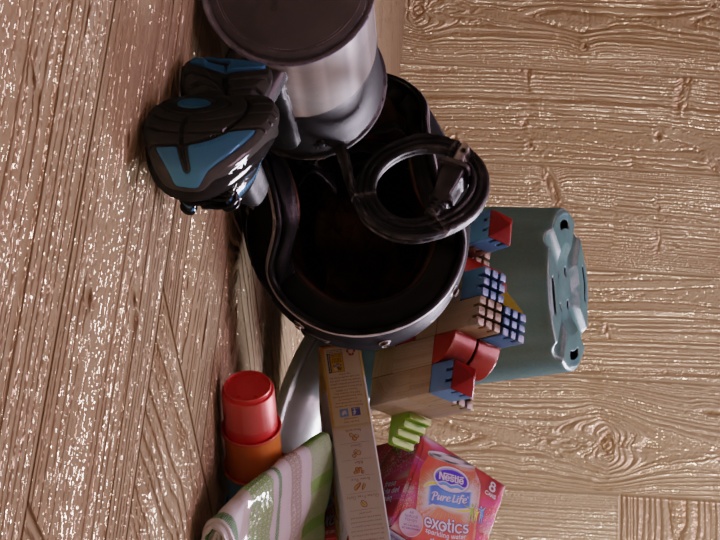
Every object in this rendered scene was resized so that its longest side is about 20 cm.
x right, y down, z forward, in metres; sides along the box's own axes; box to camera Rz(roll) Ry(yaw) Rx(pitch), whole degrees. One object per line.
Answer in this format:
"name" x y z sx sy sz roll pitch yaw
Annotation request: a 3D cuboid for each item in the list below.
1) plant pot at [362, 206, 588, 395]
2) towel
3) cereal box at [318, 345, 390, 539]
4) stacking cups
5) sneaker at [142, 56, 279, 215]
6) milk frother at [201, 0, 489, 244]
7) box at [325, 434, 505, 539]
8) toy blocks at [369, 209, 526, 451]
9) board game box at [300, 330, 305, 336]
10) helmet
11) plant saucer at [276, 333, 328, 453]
"plant pot" 0.098 0.022 1.801 0.200 0.195 0.201 -4 90 -71
"towel" -0.066 0.220 1.483 0.200 0.031 0.150 -33 132 -62
"cereal box" -0.004 0.178 1.605 0.144 0.039 0.201 92 -10 -62
"stacking cups" -0.082 0.163 1.537 0.061 0.060 0.201 -82 171 -56
"sneaker" -0.081 -0.066 1.144 0.200 0.073 0.082 -74 168 -72
"milk frother" -0.005 -0.126 1.335 0.188 0.199 0.182 79 18 -75
"box" 0.026 0.222 1.766 0.200 0.099 0.096 -23 -140 56
"toy blocks" 0.078 0.039 1.630 0.136 0.100 0.201 -16 -122 47
"board game box" -0.042 -0.037 1.950 0.200 0.061 0.201 -73 168 -68
"helmet" -0.003 -0.040 1.556 0.200 0.199 0.191 -82 164 -56
"plant saucer" -0.030 0.136 1.899 0.200 0.050 0.201 18 90 -73
